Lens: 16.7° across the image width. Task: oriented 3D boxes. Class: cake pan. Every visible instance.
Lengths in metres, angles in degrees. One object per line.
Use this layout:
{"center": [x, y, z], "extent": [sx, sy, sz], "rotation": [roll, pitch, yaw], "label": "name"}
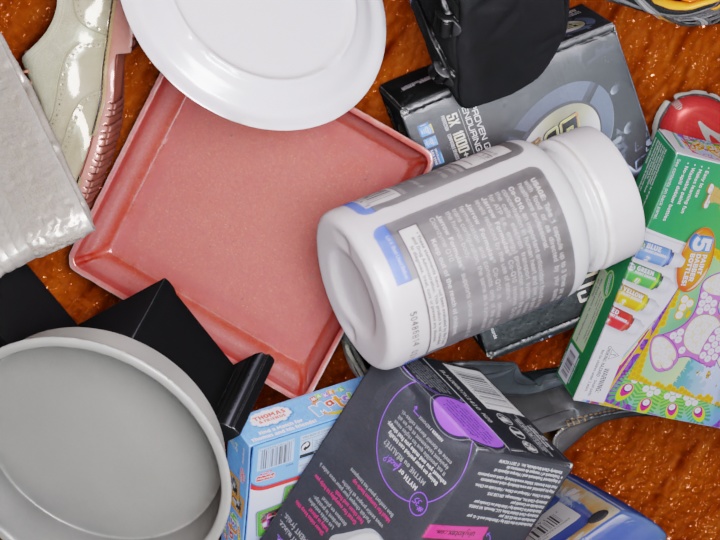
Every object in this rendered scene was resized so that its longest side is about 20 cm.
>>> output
{"center": [-0.177, 0.120, 1.626], "extent": [0.199, 0.037, 0.201], "rotation": [8, 123, 12], "label": "cake pan"}

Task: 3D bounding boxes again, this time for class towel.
{"center": [-0.271, -0.075, 1.634], "extent": [0.132, 0.034, 0.200], "rotation": [-29, 66, 2], "label": "towel"}

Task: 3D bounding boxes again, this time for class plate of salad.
{"center": [-0.076, -0.181, 1.655], "extent": [0.199, 0.048, 0.201], "rotation": [12, 63, -24], "label": "plate of salad"}

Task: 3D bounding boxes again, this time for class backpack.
{"center": [0.079, -0.241, 1.640], "extent": [0.153, 0.200, 0.163], "rotation": [-24, 153, -9], "label": "backpack"}

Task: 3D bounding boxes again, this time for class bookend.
{"center": [-0.203, 0.052, 1.671], "extent": [0.198, 0.092, 0.200], "rotation": [-28, 111, 30], "label": "bookend"}

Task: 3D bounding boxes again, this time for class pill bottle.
{"center": [0.081, -0.020, 1.631], "extent": [0.199, 0.114, 0.114], "rotation": [-21, 109, -18], "label": "pill bottle"}

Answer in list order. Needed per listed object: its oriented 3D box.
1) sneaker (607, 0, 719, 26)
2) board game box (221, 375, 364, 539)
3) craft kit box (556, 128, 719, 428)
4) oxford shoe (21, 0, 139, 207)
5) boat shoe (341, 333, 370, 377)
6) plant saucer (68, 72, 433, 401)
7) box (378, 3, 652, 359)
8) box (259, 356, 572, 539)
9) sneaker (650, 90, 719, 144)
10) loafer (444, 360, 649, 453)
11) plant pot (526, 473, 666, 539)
{"center": [0.232, -0.204, 1.701], "extent": [0.200, 0.077, 0.079], "rotation": [-4, 108, -43], "label": "sneaker"}
{"center": [-0.027, 0.169, 1.747], "extent": [0.151, 0.037, 0.201], "rotation": [-17, 132, -27], "label": "board game box"}
{"center": [0.264, 0.016, 1.730], "extent": [0.197, 0.049, 0.201], "rotation": [10, 114, -23], "label": "craft kit box"}
{"center": [-0.199, -0.122, 1.684], "extent": [0.074, 0.071, 0.201], "rotation": [14, 94, -1], "label": "oxford shoe"}
{"center": [0.000, 0.000, 1.751], "extent": [0.070, 0.064, 0.201], "rotation": [-23, 108, -3], "label": "boat shoe"}
{"center": [-0.075, -0.043, 1.706], "extent": [0.199, 0.037, 0.200], "rotation": [30, 102, 7], "label": "plant saucer"}
{"center": [0.126, -0.063, 1.745], "extent": [0.163, 0.086, 0.201], "rotation": [-21, 108, -5], "label": "box"}
{"center": [0.030, 0.171, 1.671], "extent": [0.106, 0.122, 0.200], "rotation": [15, 114, -46], "label": "box"}
{"center": [0.272, -0.037, 1.780], "extent": [0.077, 0.085, 0.201], "rotation": [-23, 109, -5], "label": "sneaker"}
{"center": [0.135, 0.105, 1.787], "extent": [0.199, 0.073, 0.073], "rotation": [2, 83, -21], "label": "loafer"}
{"center": [0.153, 0.267, 1.782], "extent": [0.200, 0.200, 0.180], "rotation": [-34, 104, -9], "label": "plant pot"}
